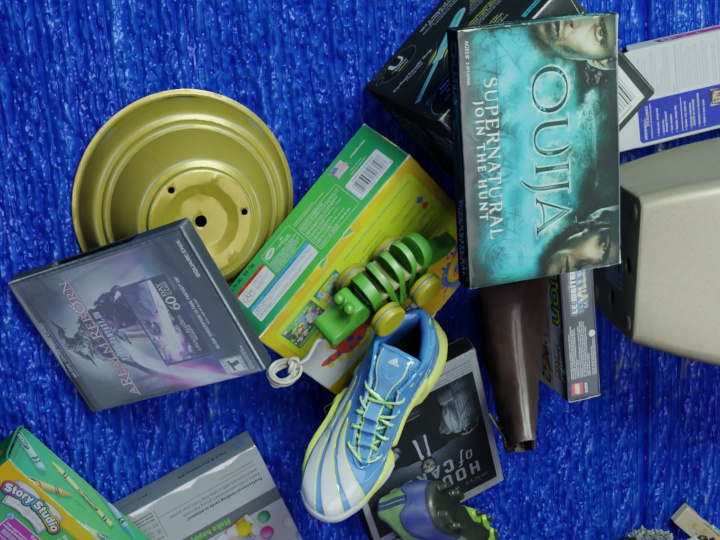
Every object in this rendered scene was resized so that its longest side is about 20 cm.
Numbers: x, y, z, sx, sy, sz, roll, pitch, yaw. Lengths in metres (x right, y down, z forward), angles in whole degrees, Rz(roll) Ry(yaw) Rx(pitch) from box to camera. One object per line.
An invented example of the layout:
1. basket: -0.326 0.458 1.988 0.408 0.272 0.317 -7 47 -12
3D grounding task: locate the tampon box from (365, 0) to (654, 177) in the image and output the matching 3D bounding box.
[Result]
1. tampon box: 0.121 -0.156 1.109 0.150 0.200 0.126 -47 113 0

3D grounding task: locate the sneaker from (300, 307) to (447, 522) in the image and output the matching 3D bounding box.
1. sneaker: 0.007 0.112 1.094 0.075 0.105 0.201 24 68 15

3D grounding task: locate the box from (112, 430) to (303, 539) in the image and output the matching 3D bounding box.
1. box: -0.131 0.276 1.229 0.155 0.041 0.201 -27 112 -9

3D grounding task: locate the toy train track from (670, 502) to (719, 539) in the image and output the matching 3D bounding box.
1. toy train track: 0.414 0.317 1.429 0.200 0.033 0.115 39 97 -17

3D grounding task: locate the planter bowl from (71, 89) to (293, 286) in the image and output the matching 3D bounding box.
1. planter bowl: -0.144 -0.050 1.114 0.198 0.083 0.203 -5 106 -18

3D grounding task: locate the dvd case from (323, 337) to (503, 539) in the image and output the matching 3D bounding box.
1. dvd case: 0.055 0.167 1.231 0.149 0.025 0.201 -26 133 -10

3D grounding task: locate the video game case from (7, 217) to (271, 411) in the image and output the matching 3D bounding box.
1. video game case: -0.188 0.043 1.091 0.199 0.019 0.144 -16 115 30

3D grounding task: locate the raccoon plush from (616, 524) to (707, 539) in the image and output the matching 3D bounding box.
1. raccoon plush: 0.324 0.364 1.351 0.096 0.134 0.202 -2 105 -19

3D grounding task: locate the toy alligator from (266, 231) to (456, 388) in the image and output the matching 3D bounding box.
1. toy alligator: 0.002 0.023 1.059 0.199 0.059 0.054 -37 156 -15

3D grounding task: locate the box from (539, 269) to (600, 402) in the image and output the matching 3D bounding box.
1. box: 0.181 0.012 1.224 0.034 0.110 0.202 -11 108 -15

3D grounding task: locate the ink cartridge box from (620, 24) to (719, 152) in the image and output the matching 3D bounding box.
1. ink cartridge box: 0.316 -0.181 1.257 0.198 0.037 0.096 -15 109 -17

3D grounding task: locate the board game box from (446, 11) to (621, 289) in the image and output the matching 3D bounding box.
1. board game box: 0.138 -0.094 1.008 0.134 0.028 0.202 -9 108 -15

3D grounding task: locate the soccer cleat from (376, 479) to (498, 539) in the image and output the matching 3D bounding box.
1. soccer cleat: 0.080 0.261 1.273 0.083 0.065 0.200 -13 142 22

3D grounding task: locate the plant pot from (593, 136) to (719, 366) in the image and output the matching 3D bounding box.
1. plant pot: 0.324 -0.018 1.228 0.175 0.200 0.202 -1 105 -7

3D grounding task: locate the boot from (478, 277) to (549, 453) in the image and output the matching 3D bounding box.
1. boot: 0.145 0.069 1.161 0.072 0.200 0.168 -6 71 0

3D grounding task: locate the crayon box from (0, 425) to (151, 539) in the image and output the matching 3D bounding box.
1. crayon box: -0.271 0.248 1.139 0.119 0.058 0.200 -39 108 14

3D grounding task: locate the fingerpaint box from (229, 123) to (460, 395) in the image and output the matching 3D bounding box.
1. fingerpaint box: 0.000 0.000 1.151 0.200 0.073 0.167 -51 138 0
